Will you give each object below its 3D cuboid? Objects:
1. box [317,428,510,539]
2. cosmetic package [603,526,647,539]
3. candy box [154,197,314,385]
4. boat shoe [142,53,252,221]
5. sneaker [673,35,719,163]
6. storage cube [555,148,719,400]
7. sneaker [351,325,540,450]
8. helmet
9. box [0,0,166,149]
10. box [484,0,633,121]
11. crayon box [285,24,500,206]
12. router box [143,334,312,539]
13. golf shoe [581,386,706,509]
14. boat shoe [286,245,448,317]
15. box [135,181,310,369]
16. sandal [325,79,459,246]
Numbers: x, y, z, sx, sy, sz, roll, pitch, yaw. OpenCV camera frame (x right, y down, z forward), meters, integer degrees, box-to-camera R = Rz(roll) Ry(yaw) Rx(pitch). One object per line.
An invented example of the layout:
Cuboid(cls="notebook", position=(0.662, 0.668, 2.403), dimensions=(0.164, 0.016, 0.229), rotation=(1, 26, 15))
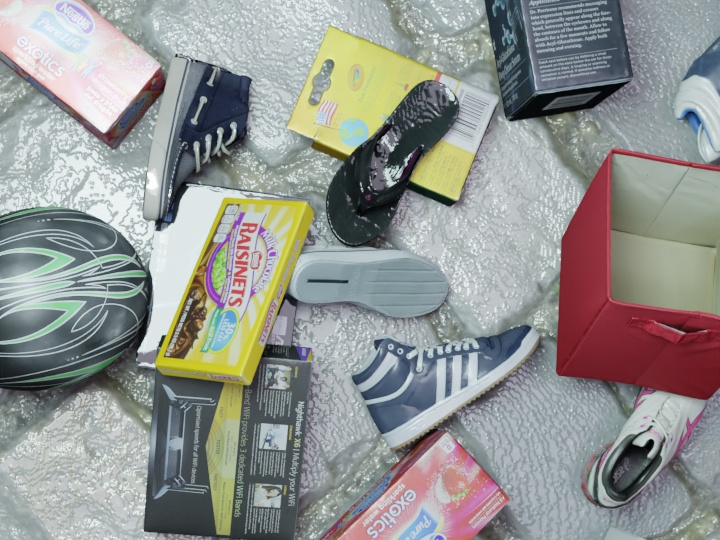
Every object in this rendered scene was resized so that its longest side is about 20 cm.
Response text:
Cuboid(cls="box", position=(0.046, 0.266, 1.378), dimensions=(0.200, 0.095, 0.100), rotation=(-43, 91, -7))
Cuboid(cls="cosmetic package", position=(0.314, 0.403, 1.378), dimensions=(0.199, 0.123, 0.200), rotation=(29, 85, -2))
Cuboid(cls="candy box", position=(-0.123, 0.016, 1.316), dimensions=(0.102, 0.026, 0.200), rotation=(5, 60, 24))
Cuboid(cls="boat shoe", position=(-0.166, -0.134, 1.376), dimensions=(0.093, 0.075, 0.200), rotation=(11, 61, -7))
Cuboid(cls="sneaker", position=(0.440, -0.163, 1.460), dimensions=(0.200, 0.081, 0.147), rotation=(36, 92, -5))
Cuboid(cls="storage cube", position=(0.306, 0.007, 1.355), dimensions=(0.171, 0.180, 0.200), rotation=(9, 60, -5))
Cuboid(cls="sneaker", position=(0.086, 0.091, 1.408), dimensions=(0.200, 0.070, 0.109), rotation=(-35, 91, -4))
Cuboid(cls="helmet", position=(-0.313, 0.027, 1.320), dimensions=(0.191, 0.200, 0.200), rotation=(-14, 87, 23))
Cuboid(cls="box", position=(-0.308, -0.229, 1.381), dimensions=(0.200, 0.103, 0.095), rotation=(39, 84, 0))
Cuboid(cls="box", position=(0.201, -0.274, 1.406), dimensions=(0.107, 0.148, 0.200), rotation=(-9, 86, -6))
Cuboid(cls="crayon box", position=(0.033, -0.166, 1.432), dimensions=(0.200, 0.051, 0.127), rotation=(24, 84, -3))
Cuboid(cls="router box", position=(-0.135, 0.173, 1.364), dimensions=(0.157, 0.052, 0.200), rotation=(6, 102, -4))
Cuboid(cls="golf shoe", position=(0.315, 0.171, 1.412), dimensions=(0.073, 0.092, 0.200), rotation=(36, 82, 0))
Cuboid(cls="boat shoe", position=(0.000, 0.000, 1.395), dimensions=(0.200, 0.067, 0.074), rotation=(10, 108, -36))
Cuboid(cls="box", position=(-0.144, 0.014, 1.406), dimensions=(0.160, 0.044, 0.200), rotation=(8, 85, -4))
Cuboid(cls="sandal", position=(0.030, -0.116, 1.373), dimensions=(0.075, 0.048, 0.201), rotation=(33, 80, 0))
